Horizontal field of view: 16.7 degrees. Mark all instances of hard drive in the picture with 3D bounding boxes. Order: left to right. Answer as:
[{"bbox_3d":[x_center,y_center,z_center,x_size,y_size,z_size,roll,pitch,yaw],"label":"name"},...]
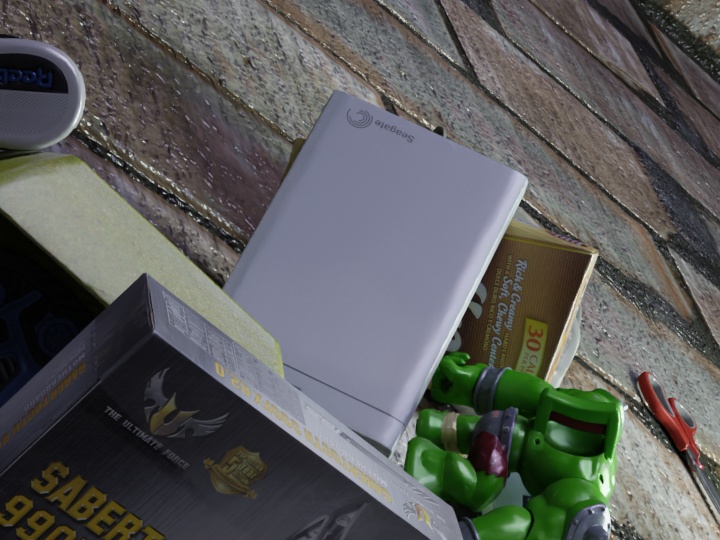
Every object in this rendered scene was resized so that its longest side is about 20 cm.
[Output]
[{"bbox_3d":[0.000,0.000,1.442,0.131,0.201,0.027,25,-28,7],"label":"hard drive"}]

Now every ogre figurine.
[{"bbox_3d":[0.087,0.111,1.384,0.200,0.119,0.099,-43,135,-76],"label":"ogre figurine"}]

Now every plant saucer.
[{"bbox_3d":[-0.123,0.004,1.243,0.200,0.048,0.200,43,-9,-16],"label":"plant saucer"}]

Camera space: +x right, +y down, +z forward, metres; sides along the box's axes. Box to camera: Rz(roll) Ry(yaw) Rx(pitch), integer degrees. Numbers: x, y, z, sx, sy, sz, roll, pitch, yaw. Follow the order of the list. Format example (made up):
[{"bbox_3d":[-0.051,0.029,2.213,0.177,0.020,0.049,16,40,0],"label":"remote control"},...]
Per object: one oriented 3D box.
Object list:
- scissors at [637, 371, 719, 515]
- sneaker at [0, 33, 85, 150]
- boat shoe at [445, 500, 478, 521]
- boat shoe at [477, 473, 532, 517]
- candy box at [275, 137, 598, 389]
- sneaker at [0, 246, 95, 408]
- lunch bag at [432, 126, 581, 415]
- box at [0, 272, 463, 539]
[{"bbox_3d":[0.281,0.158,2.120,0.073,0.014,0.200,42,19,-27],"label":"scissors"},{"bbox_3d":[-0.240,-0.096,1.245,0.199,0.074,0.112,13,-1,-7],"label":"sneaker"},{"bbox_3d":[0.125,0.207,1.541,0.200,0.057,0.067,50,17,5],"label":"boat shoe"},{"bbox_3d":[0.098,0.170,1.479,0.070,0.091,0.201,9,29,4],"label":"boat shoe"},{"bbox_3d":[0.035,0.006,1.518,0.199,0.116,0.055,21,6,9],"label":"candy box"},{"bbox_3d":[-0.135,0.073,1.199,0.200,0.076,0.077,48,-9,7],"label":"sneaker"},{"bbox_3d":[0.070,0.017,1.729,0.164,0.117,0.200,44,23,-15],"label":"lunch bag"},{"bbox_3d":[-0.075,0.117,1.072,0.200,0.158,0.048,39,19,-29],"label":"box"}]
